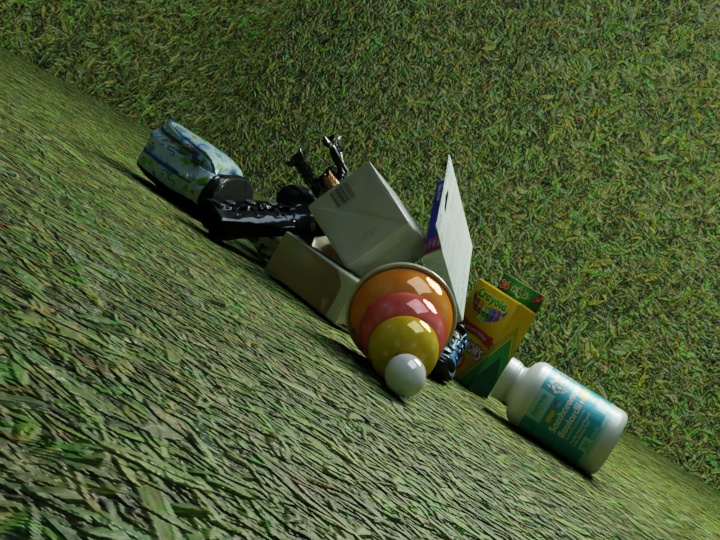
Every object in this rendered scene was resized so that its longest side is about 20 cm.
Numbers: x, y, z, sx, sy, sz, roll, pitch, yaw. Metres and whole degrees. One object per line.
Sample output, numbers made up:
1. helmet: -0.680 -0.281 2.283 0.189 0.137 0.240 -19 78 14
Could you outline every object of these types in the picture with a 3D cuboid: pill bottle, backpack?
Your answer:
1. pill bottle: 0.302 0.217 1.577 0.199 0.112 0.111 31 3 12
2. backpack: -0.303 -0.177 1.830 0.198 0.156 0.163 19 5 20

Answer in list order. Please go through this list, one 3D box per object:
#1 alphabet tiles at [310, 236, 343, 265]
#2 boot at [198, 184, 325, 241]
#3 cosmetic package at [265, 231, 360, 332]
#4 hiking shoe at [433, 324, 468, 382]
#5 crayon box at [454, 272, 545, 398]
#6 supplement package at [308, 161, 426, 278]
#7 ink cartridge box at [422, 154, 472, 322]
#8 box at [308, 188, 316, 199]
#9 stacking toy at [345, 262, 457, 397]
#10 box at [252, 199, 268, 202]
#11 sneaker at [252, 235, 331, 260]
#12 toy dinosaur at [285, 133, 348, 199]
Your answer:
1. alphabet tiles: 0.000 0.000 1.718 0.194 0.015 0.201 32 46 -15
2. boot: -0.173 -0.096 1.674 0.198 0.067 0.165 -6 20 -28
3. cosmetic package: -0.046 0.025 1.543 0.105 0.072 0.199 31 3 -43
4. hiking shoe: 0.132 0.121 1.636 0.074 0.087 0.200 31 3 3
5. crayon box: 0.219 0.102 1.759 0.051 0.202 0.127 28 3 -34
6. supplement package: 0.020 -0.066 1.615 0.120 0.121 0.200 56 6 17
7. ink cartridge box: 0.140 -0.053 1.677 0.043 0.198 0.202 -6 -52 18
8. box: -0.065 -0.076 1.823 0.136 0.200 0.040 33 -18 29
9. stacking toy: 0.050 0.089 1.242 0.145 0.147 0.200 30 19 -10
10. box: -0.124 -0.082 1.963 0.198 0.076 0.100 5 -14 38
11. sneaker: -0.121 -0.047 1.765 0.084 0.075 0.200 -10 37 -31
12. toy dinosaur: -0.045 -0.149 1.694 0.137 0.101 0.200 64 -21 3
